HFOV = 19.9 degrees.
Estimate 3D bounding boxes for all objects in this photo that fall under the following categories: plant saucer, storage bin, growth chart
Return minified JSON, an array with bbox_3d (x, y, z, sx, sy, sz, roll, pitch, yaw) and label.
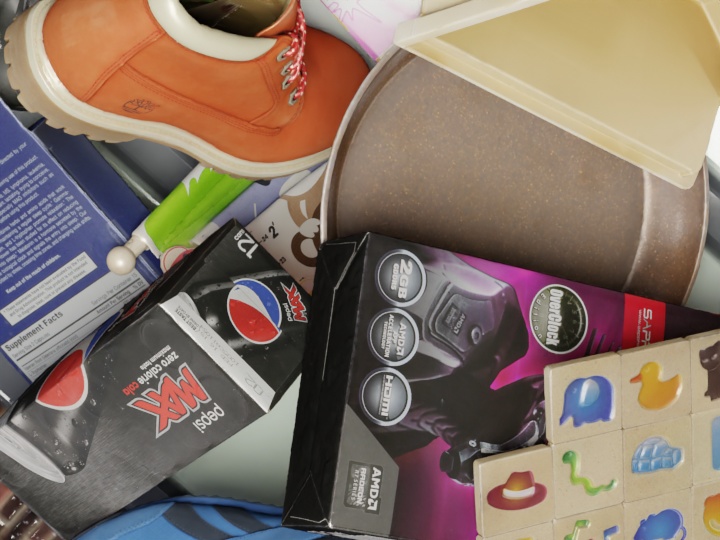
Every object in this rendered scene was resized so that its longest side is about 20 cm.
[{"bbox_3d":[0.067,-0.027,0.926,0.200,0.034,0.201,-4,100,-24],"label":"plant saucer"},{"bbox_3d":[0.157,-0.117,0.821,0.200,0.198,0.094,-13,62,48],"label":"storage bin"},{"bbox_3d":[0.000,0.000,0.972,0.200,0.018,0.145,33,61,3],"label":"growth chart"}]

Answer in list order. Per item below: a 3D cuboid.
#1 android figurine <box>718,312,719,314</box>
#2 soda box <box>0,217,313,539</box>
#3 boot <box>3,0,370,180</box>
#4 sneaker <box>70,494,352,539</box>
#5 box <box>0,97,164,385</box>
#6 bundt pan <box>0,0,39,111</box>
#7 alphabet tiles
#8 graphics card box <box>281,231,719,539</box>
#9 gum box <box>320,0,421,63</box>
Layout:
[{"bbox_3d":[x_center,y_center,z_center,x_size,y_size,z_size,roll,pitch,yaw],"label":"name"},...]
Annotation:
[{"bbox_3d":[0.246,0.071,0.921,0.200,0.041,0.182,48,131,17],"label":"android figurine"},{"bbox_3d":[-0.098,0.055,0.933,0.071,0.063,0.200,45,139,-8],"label":"soda box"},{"bbox_3d":[-0.046,-0.093,0.906,0.107,0.200,0.075,-23,72,38],"label":"boot"},{"bbox_3d":[-0.051,0.144,0.908,0.199,0.078,0.066,-1,105,12],"label":"sneaker"},{"bbox_3d":[-0.145,0.002,1.001,0.121,0.032,0.200,-31,106,38],"label":"box"},{"bbox_3d":[-0.153,-0.165,0.968,0.201,0.076,0.202,2,104,8],"label":"bundt pan"},{"bbox_3d":[0.140,0.107,0.875,0.199,0.008,0.168,-11,109,-21],"label":"alphabet tiles"},{"bbox_3d":[0.069,0.064,0.883,0.200,0.051,0.126,13,79,-25],"label":"graphics card box"},{"bbox_3d":[0.058,-0.192,0.934,0.200,0.066,0.114,-42,94,15],"label":"gum box"}]
